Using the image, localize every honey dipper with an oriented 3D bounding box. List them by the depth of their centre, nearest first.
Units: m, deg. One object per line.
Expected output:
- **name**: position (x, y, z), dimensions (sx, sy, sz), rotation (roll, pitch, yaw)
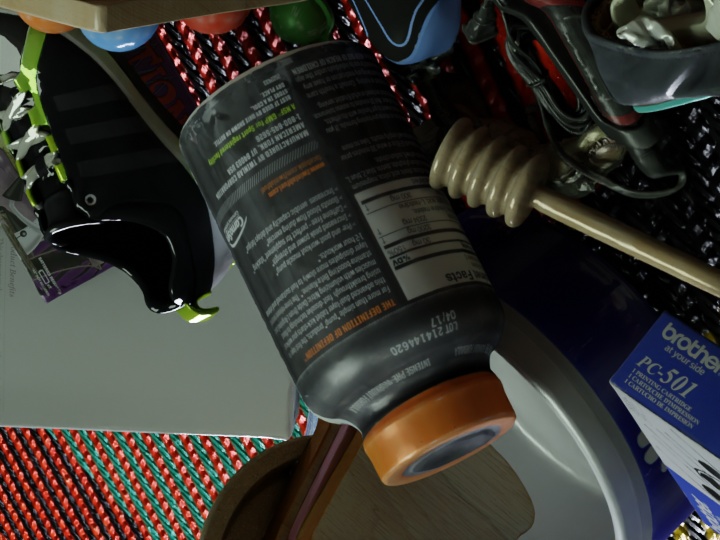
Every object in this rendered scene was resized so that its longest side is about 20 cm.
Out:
- **honey dipper**: position (0.127, -0.013, 1.353), dimensions (0.200, 0.038, 0.038), rotation (26, 148, 14)

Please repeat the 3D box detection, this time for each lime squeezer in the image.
- **lime squeezer**: position (-0.041, -0.112, 1.509), dimensions (0.038, 0.071, 0.200), rotation (1, 96, 53)

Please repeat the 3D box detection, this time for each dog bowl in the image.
- **dog bowl**: position (0.086, 0.068, 1.521), dimensions (0.200, 0.079, 0.200), rotation (38, 153, 24)

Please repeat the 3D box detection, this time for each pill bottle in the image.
- **pill bottle**: position (0.000, 0.000, 1.402), dimensions (0.200, 0.106, 0.106), rotation (64, 158, 15)

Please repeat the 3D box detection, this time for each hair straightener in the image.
- **hair straightener**: position (0.084, -0.114, 1.341), dimensions (0.200, 0.041, 0.077), rotation (53, 155, -15)

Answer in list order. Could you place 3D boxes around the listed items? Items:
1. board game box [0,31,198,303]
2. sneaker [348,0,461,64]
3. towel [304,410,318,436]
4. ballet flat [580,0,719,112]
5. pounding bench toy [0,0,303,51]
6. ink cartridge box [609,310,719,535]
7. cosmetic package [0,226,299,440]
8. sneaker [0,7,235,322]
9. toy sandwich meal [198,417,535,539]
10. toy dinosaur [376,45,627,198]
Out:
- **board game box**: position (-0.158, -0.098, 1.501), dimensions (0.200, 0.120, 0.032), rotation (60, 178, -9)
- **sneaker**: position (-0.016, -0.176, 1.339), dimensions (0.070, 0.078, 0.200), rotation (16, 131, 52)
- **towel**: position (-0.019, 0.017, 1.582), dimensions (0.024, 0.147, 0.200), rotation (3, 141, 2)
- **ballet flat**: position (0.154, -0.102, 1.197), dimensions (0.073, 0.073, 0.200), rotation (59, 156, -16)
- **pounding bench toy**: position (-0.132, -0.195, 1.411), dimensions (0.200, 0.124, 0.156), rotation (19, 115, 49)
- **ink cartridge box**: position (0.184, 0.094, 1.358), dimensions (0.094, 0.044, 0.200), rotation (36, 173, 28)
- **cosmetic package**: position (-0.130, 0.027, 1.573), dimensions (0.081, 0.200, 0.113), rotation (-89, 3, -83)
- **sneaker**: position (-0.136, -0.055, 1.442), dimensions (0.200, 0.083, 0.072), rotation (41, 140, -8)
- **toy sandwich meal**: position (0.010, 0.160, 1.456), dimensions (0.205, 0.205, 0.070), rotation (53, 141, -6)
- **toy dinosaur**: position (0.045, -0.076, 1.440), dimensions (0.200, 0.047, 0.088), rotation (13, 143, 57)
